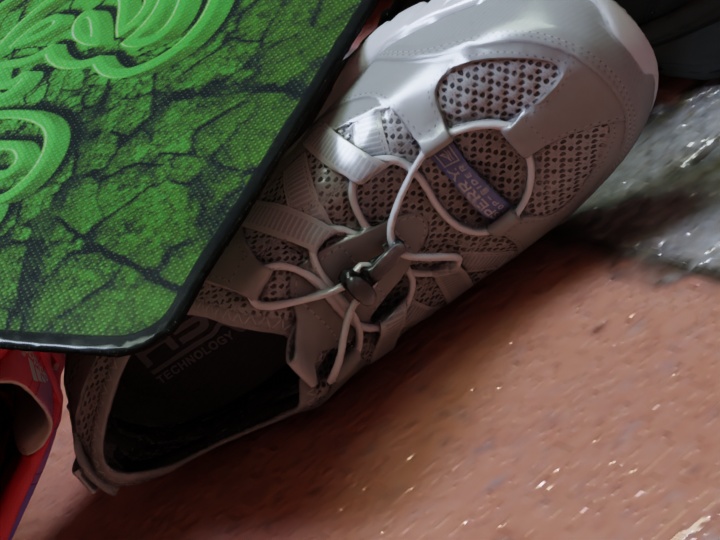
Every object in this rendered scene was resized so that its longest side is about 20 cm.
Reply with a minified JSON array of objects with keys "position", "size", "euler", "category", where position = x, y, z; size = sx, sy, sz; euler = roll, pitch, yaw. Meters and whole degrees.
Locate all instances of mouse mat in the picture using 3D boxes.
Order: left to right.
[{"position":[-0.082,-0.049,0.812],"size":[0.160,0.008,0.200],"euler":[4,42,27],"category":"mouse mat"}]

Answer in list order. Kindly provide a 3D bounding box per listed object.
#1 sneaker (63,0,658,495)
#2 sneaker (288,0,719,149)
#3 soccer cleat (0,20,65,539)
[{"position":[0.000,0.000,0.798],"size":[0.200,0.075,0.082],"euler":[-37,25,26],"category":"sneaker"},{"position":[0.044,-0.083,0.860],"size":[0.199,0.091,0.076],"euler":[-28,31,20],"category":"sneaker"},{"position":[-0.104,0.017,0.818],"size":[0.073,0.068,0.201],"euler":[-11,52,39],"category":"soccer cleat"}]
